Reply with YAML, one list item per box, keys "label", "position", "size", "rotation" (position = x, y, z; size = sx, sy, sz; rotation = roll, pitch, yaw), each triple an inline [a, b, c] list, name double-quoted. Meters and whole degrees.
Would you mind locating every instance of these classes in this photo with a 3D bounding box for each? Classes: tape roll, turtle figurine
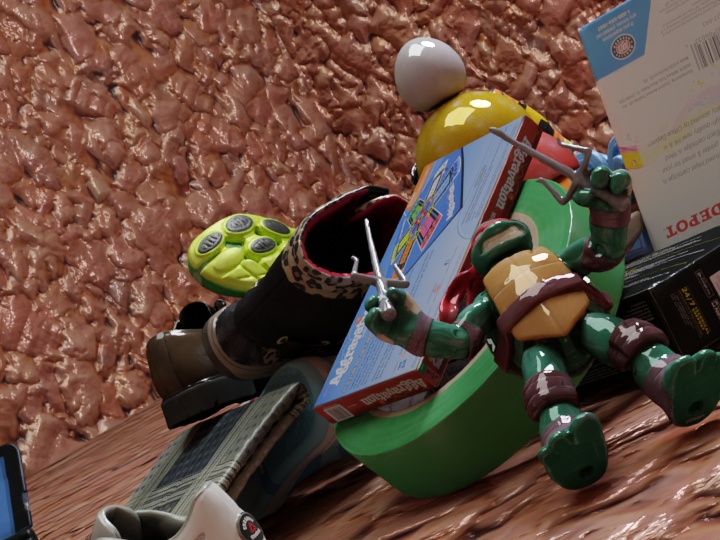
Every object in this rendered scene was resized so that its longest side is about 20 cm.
- label: "tape roll"
  position: [0.068, 0.038, 1.044]
  size: [0.200, 0.048, 0.201]
  rotation: [-42, 21, 21]
- label: "turtle figurine"
  position: [0.091, 0.014, 0.890]
  size: [0.150, 0.200, 0.101]
  rotation: [-42, -44, 7]

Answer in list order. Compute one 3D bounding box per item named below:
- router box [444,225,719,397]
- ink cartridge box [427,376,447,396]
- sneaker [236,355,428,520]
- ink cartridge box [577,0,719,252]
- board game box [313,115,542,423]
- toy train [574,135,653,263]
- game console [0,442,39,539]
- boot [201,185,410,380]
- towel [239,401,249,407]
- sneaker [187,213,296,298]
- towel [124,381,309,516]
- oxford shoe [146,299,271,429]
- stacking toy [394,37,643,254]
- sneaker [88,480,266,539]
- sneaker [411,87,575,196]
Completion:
- label: "router box"
  position: [0.166, 0.029, 1.091]
  size: [0.149, 0.051, 0.200]
  rotation: [-28, 2, -37]
- label: "ink cartridge box"
  position: [0.082, 0.020, 1.395]
  size: [0.144, 0.084, 0.200]
  rotation: [-54, 14, -29]
- label: "sneaker"
  position: [-0.023, 0.118, 1.273]
  size: [0.130, 0.080, 0.200]
  rotation: [-10, -20, -33]
- label: "ink cartridge box"
  position: [0.258, -0.096, 1.179]
  size: [0.125, 0.201, 0.128]
  rotation: [-5, -16, -47]
- label: "board game box"
  position: [0.042, -0.002, 1.070]
  size: [0.103, 0.019, 0.200]
  rotation: [-23, 34, 49]
- label: "toy train"
  position: [0.213, -0.046, 1.387]
  size: [0.087, 0.115, 0.200]
  rotation: [-17, -3, -32]
- label: "game console"
  position: [-0.453, 0.292, 1.877]
  size: [0.200, 0.119, 0.171]
  rotation: [-28, 2, 23]
- label: "boot"
  position: [0.000, 0.000, 1.204]
  size: [0.200, 0.073, 0.151]
  rotation: [-16, -19, -34]
- label: "towel"
  position: [-0.051, 0.098, 1.388]
  size: [0.200, 0.023, 0.144]
  rotation: [-46, 15, 16]
- label: "sneaker"
  position: [-0.061, 0.006, 1.333]
  size: [0.084, 0.074, 0.200]
  rotation: [-49, -25, 25]
- label: "towel"
  position: [-0.126, 0.169, 1.176]
  size: [0.200, 0.035, 0.192]
  rotation: [-53, 14, -32]
- label: "oxford shoe"
  position: [-0.091, 0.056, 1.307]
  size: [0.073, 0.085, 0.200]
  rotation: [-29, -7, 22]
- label: "stacking toy"
  position: [0.088, -0.073, 1.198]
  size: [0.146, 0.200, 0.146]
  rotation: [-29, -3, -1]
- label: "sneaker"
  position: [-0.140, 0.182, 1.009]
  size: [0.200, 0.089, 0.074]
  rotation: [-29, 3, 18]
- label: "sneaker"
  position: [0.065, -0.063, 1.311]
  size: [0.200, 0.090, 0.070]
  rotation: [-37, 16, 38]
